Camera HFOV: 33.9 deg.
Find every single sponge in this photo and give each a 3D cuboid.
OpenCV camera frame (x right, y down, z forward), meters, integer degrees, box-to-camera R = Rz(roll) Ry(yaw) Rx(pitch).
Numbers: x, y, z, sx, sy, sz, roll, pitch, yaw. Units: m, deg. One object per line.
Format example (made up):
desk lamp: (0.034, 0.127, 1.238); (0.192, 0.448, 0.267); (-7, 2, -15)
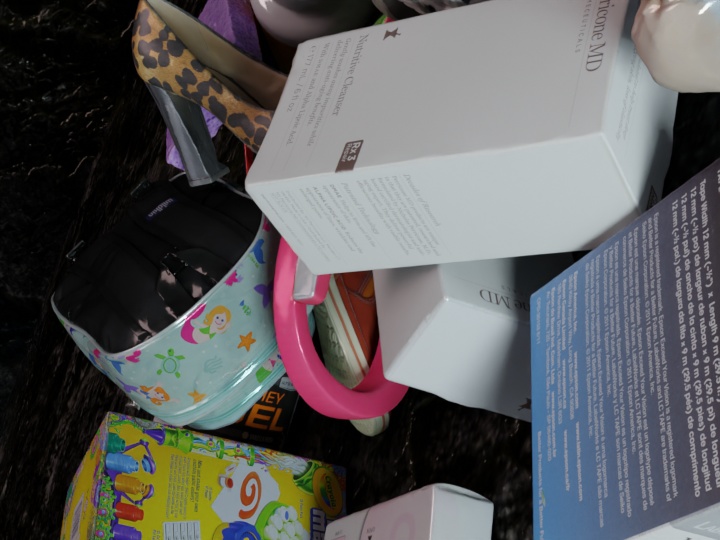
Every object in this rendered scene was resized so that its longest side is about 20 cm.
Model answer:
sponge: (-0.126, -0.170, 0.992); (0.112, 0.030, 0.201); (-56, 23, 21)

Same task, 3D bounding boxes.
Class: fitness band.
fitness band: (0.000, 0.000, 0.798); (0.037, 0.144, 0.202); (-3, 62, 32)

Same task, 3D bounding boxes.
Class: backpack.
backpack: (-0.122, 0.025, 0.882); (0.177, 0.151, 0.199); (-44, 25, -14)

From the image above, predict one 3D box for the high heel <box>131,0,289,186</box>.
high heel: (-0.071, -0.150, 0.840); (0.198, 0.144, 0.071); (-14, 16, 26)

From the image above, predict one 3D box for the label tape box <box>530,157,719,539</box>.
label tape box: (0.148, 0.040, 0.485); (0.200, 0.065, 0.145); (-41, 37, 51)

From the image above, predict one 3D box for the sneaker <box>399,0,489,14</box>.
sneaker: (0.092, -0.191, 0.648); (0.131, 0.197, 0.079); (-61, -6, 0)

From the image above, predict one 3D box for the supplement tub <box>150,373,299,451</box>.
supplement tub: (-0.115, 0.108, 1.039); (0.122, 0.121, 0.203); (-163, 89, -70)

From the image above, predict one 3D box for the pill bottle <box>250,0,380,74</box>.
pill bottle: (-0.035, -0.228, 0.997); (0.200, 0.109, 0.113); (64, -140, -79)

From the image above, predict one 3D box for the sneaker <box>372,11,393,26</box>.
sneaker: (0.051, -0.216, 0.950); (0.084, 0.076, 0.202); (-64, -7, -84)

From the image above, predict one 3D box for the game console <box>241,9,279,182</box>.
game console: (-0.087, -0.142, 1.136); (0.177, 0.031, 0.203); (-45, -49, -83)

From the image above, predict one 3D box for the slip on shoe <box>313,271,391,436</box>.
slip on shoe: (-0.003, 0.030, 0.895); (0.075, 0.060, 0.202); (98, 161, -52)

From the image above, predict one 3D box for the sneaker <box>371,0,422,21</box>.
sneaker: (0.082, -0.229, 0.709); (0.199, 0.076, 0.079); (-40, -17, -8)

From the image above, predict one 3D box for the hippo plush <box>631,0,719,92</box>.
hippo plush: (0.160, -0.188, 0.492); (0.162, 0.157, 0.201); (-105, 37, -54)

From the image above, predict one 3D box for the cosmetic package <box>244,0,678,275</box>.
cosmetic package: (0.052, -0.070, 0.599); (0.198, 0.081, 0.114); (-8, 49, 32)

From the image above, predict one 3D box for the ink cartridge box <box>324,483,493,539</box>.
ink cartridge box: (0.015, 0.241, 0.704); (0.162, 0.056, 0.202); (-37, 36, 58)

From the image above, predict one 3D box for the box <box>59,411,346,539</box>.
box: (-0.115, 0.235, 0.840); (0.122, 0.190, 0.202); (125, 154, -42)

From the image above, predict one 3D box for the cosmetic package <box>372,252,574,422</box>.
cosmetic package: (0.063, -0.019, 0.700); (0.072, 0.100, 0.202); (-55, 28, 37)
